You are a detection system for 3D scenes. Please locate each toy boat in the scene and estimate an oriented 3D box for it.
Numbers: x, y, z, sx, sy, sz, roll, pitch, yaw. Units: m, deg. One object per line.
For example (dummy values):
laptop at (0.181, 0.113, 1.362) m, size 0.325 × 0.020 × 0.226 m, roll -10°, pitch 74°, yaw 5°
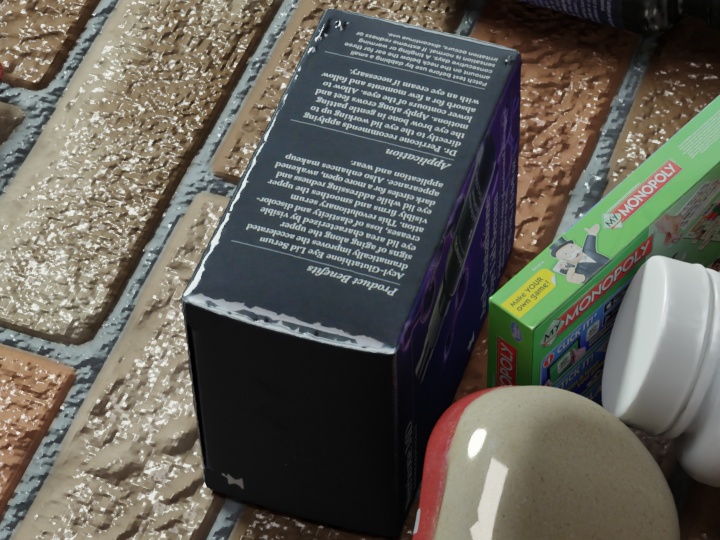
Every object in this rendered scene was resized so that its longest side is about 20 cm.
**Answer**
toy boat at (0.056, 0.151, 1.125) m, size 0.130 × 0.130 × 0.201 m, roll 23°, pitch 71°, yaw -32°

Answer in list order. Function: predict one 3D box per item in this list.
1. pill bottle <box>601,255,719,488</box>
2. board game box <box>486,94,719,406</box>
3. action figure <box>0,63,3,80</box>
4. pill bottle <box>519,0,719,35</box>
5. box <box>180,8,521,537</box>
pill bottle at (0.215, 0.057, 1.163) m, size 0.199 × 0.109 × 0.110 m, roll 16°, pitch 50°, yaw -9°
board game box at (0.135, 0.005, 1.226) m, size 0.029 × 0.135 × 0.200 m, roll 35°, pitch 59°, yaw 27°
action figure at (-0.257, -0.051, 1.347) m, size 0.065 × 0.052 × 0.200 m, roll 26°, pitch 53°, yaw 26°
pill bottle at (0.131, -0.193, 1.406) m, size 0.199 × 0.112 × 0.112 m, roll 17°, pitch 53°, yaw 15°
box at (0.000, 0.000, 1.228) m, size 0.104 × 0.148 × 0.201 m, roll 14°, pitch 53°, yaw 13°
